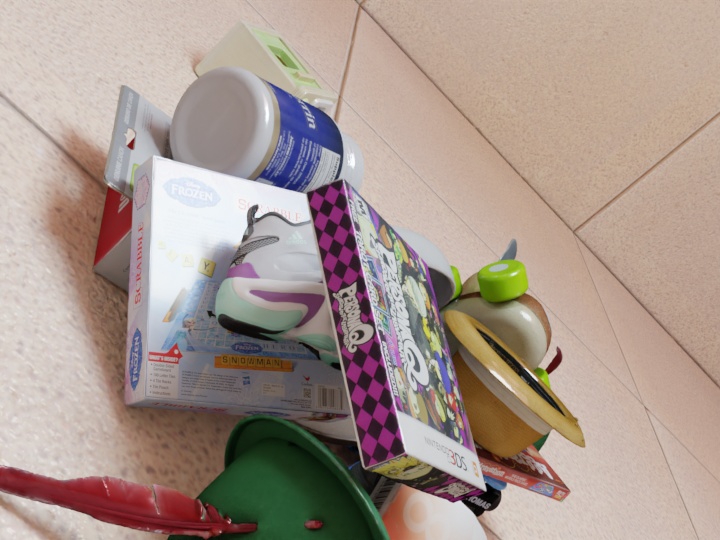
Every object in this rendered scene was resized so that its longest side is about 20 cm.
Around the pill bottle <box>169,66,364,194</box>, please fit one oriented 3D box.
[{"bbox_3d":[-0.084,-0.117,0.940,0.116,0.116,0.200,58,20,23],"label":"pill bottle"}]

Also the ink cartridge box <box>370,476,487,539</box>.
[{"bbox_3d":[0.063,0.278,0.759,0.200,0.050,0.162,43,55,-10],"label":"ink cartridge box"}]

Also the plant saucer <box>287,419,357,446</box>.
[{"bbox_3d":[-0.024,0.104,0.929,0.199,0.032,0.201,13,32,-8],"label":"plant saucer"}]

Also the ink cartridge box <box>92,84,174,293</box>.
[{"bbox_3d":[-0.188,-0.060,0.908,0.175,0.084,0.200,38,22,-28],"label":"ink cartridge box"}]

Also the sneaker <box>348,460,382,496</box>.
[{"bbox_3d":[0.059,0.220,0.880,0.200,0.111,0.077,35,23,-36],"label":"sneaker"}]

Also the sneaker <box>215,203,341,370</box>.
[{"bbox_3d":[-0.015,0.005,0.792,0.199,0.078,0.141,24,71,-32],"label":"sneaker"}]

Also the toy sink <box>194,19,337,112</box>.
[{"bbox_3d":[-0.117,-0.249,1.374,0.200,0.112,0.130,52,20,9],"label":"toy sink"}]

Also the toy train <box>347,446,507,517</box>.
[{"bbox_3d":[0.070,0.194,1.007,0.200,0.087,0.114,32,17,-33],"label":"toy train"}]

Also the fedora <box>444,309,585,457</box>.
[{"bbox_3d":[0.136,0.128,0.958,0.200,0.082,0.201,43,8,-7],"label":"fedora"}]

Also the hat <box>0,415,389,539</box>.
[{"bbox_3d":[-0.104,0.196,0.597,0.176,0.167,0.199,-22,34,-40],"label":"hat"}]

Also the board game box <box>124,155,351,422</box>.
[{"bbox_3d":[-0.098,0.022,0.809,0.199,0.041,0.201,12,68,-36],"label":"board game box"}]

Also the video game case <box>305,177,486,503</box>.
[{"bbox_3d":[0.028,0.057,0.690,0.181,0.036,0.201,41,32,-59],"label":"video game case"}]

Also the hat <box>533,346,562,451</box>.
[{"bbox_3d":[0.245,0.173,1.274,0.166,0.176,0.200,47,19,-8],"label":"hat"}]

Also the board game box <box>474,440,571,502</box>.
[{"bbox_3d":[0.137,0.183,0.999,0.200,0.019,0.103,28,17,-43],"label":"board game box"}]

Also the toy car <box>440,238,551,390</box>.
[{"bbox_3d":[0.173,0.047,1.147,0.200,0.157,0.165,-40,120,-53],"label":"toy car"}]

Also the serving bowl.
[{"bbox_3d":[0.000,0.000,1.013,0.200,0.199,0.066,26,53,-48],"label":"serving bowl"}]
